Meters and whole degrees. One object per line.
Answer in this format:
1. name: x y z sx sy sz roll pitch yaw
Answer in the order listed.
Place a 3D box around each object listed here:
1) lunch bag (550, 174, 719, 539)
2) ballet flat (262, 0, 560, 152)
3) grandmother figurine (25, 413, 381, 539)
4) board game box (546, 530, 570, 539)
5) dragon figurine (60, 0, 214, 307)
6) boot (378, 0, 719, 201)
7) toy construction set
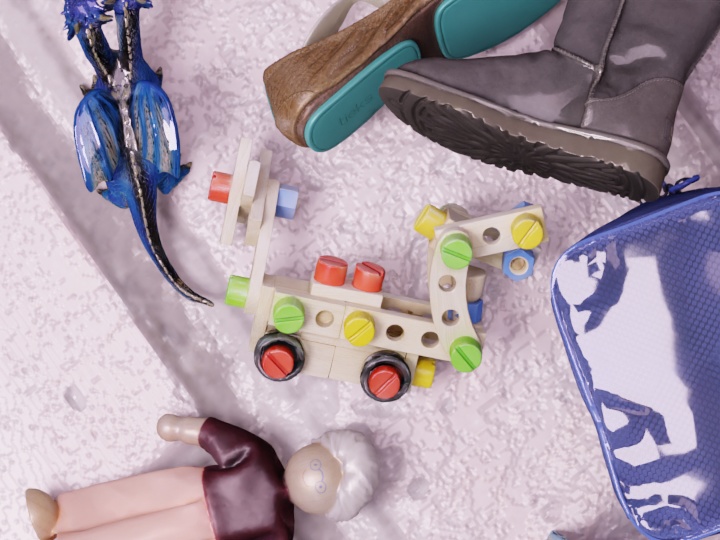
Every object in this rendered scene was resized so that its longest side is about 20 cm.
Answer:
1. lunch bag: 0.193 0.042 1.283 0.135 0.132 0.201 -18 87 15
2. ballet flat: 0.027 -0.144 1.328 0.199 0.068 0.072 -35 59 -10
3. grandmother figurine: -0.083 0.139 1.313 0.199 0.061 0.122 -17 95 2
4. board game box: 0.171 0.241 1.281 0.199 0.105 0.103 30 87 3
5. dragon figurine: -0.130 -0.075 1.305 0.058 0.099 0.201 -10 86 0
6. boot: 0.124 -0.150 1.275 0.181 0.073 0.201 18 76 8
7. toy construction set: 0.000 0.000 1.304 0.199 0.092 0.132 16 111 9
